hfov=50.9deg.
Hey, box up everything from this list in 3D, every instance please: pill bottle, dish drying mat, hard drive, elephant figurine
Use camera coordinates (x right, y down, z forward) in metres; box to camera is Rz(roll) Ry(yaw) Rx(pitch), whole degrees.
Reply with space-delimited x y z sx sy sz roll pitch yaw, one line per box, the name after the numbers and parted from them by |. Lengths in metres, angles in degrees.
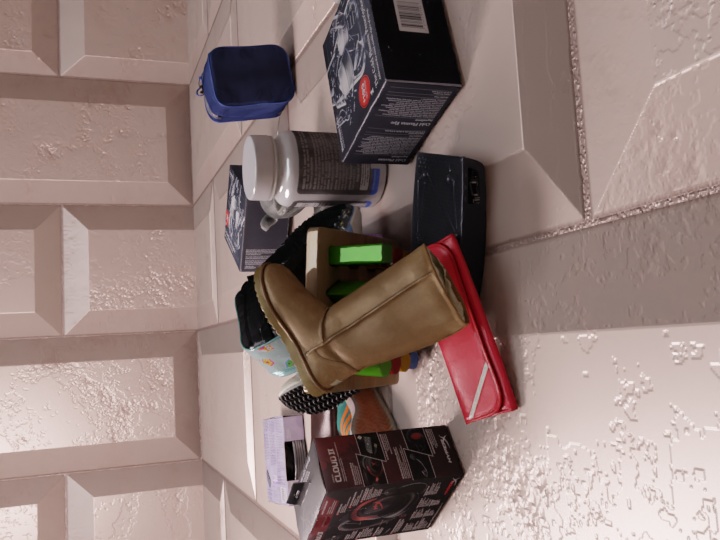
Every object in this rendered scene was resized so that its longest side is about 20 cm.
-0.071 -0.152 1.142 0.114 0.199 0.115 179 90 -69 | pill bottle
0.110 0.065 0.837 0.077 0.018 0.201 -31 74 49 | dish drying mat
0.103 -0.037 0.902 0.135 0.042 0.201 -152 62 -67 | hard drive
-0.106 -0.151 1.364 0.200 0.141 0.156 24 144 51 | elephant figurine

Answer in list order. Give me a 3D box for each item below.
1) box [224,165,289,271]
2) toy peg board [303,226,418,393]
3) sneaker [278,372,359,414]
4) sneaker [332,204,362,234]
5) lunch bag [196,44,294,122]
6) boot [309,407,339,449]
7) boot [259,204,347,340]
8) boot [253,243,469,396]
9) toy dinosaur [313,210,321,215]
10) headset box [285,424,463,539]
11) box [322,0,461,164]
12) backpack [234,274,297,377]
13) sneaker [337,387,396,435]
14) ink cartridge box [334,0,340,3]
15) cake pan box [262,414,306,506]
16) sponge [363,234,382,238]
-0.234 -0.120 1.702 0.200 0.104 0.183 -129 43 -58 | box
0.027 0.053 0.965 0.097 0.199 0.201 -1 86 34 | toy peg board
-0.037 0.144 1.152 0.199 0.070 0.094 -31 32 21 | sneaker
-0.015 0.011 1.044 0.072 0.072 0.201 -148 64 -76 | sneaker
-0.251 -0.392 1.619 0.132 0.199 0.137 154 108 -71 | lunch bag
-0.053 0.246 1.272 0.201 0.072 0.167 -104 13 -49 | boot
-0.055 0.020 1.110 0.073 0.198 0.163 1 128 45 | boot
-0.003 0.027 0.843 0.199 0.066 0.176 -31 85 22 | boot
-0.050 -0.049 1.318 0.201 0.047 0.088 103 149 -42 | toy dinosaur
0.008 0.272 0.950 0.149 0.199 0.075 108 152 -43 | headset box
0.033 -0.270 0.993 0.182 0.103 0.201 125 139 -60 | box
-0.110 0.080 1.244 0.154 0.175 0.200 55 -171 -25 | backpack
0.006 0.241 1.149 0.200 0.071 0.080 -109 25 -57 | sneaker
0.028 -0.465 1.025 0.200 0.084 0.146 167 101 -68 | ink cartridge box
-0.164 0.408 1.638 0.200 0.052 0.185 144 120 -66 | cake pan box
0.000 0.000 1.159 0.200 0.030 0.112 -167 74 -78 | sponge
